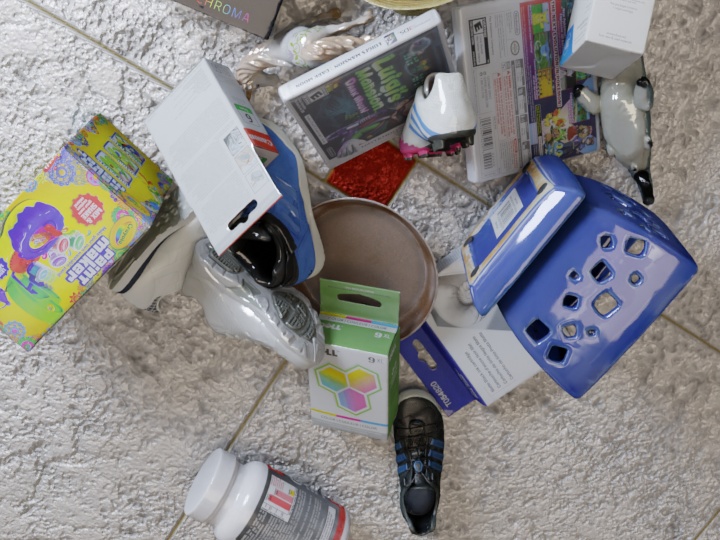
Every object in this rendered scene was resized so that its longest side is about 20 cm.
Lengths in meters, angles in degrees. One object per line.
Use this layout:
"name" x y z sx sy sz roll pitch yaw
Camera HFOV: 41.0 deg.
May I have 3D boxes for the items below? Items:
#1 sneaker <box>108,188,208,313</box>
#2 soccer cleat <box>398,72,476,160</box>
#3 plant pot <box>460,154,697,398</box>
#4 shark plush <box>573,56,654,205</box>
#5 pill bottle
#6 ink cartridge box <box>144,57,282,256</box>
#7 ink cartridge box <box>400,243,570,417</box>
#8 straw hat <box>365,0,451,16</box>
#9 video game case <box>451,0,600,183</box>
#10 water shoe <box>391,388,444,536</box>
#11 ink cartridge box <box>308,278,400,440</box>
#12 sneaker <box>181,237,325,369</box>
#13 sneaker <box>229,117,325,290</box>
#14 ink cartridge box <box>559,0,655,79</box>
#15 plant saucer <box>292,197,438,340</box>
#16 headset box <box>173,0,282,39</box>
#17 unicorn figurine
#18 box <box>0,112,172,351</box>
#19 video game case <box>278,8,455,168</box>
"sneaker" -0.216 -0.034 1.166 0.200 0.077 0.080 -44 120 15
"soccer cleat" 0.086 -0.172 1.076 0.069 0.200 0.087 -7 92 -10
"plant pot" 0.229 -0.011 1.095 0.179 0.200 0.200 34 107 -10
"shark plush" 0.336 -0.172 1.149 0.091 0.083 0.201 -14 113 41
"pill bottle" -0.122 0.322 1.269 0.199 0.116 0.116 32 104 -15
"ink cartridge box" -0.153 -0.124 1.071 0.109 0.050 0.201 -40 67 22
"ink cartridge box" 0.145 0.074 1.240 0.200 0.041 0.200 -35 108 8
"straw hat" 0.059 -0.328 1.054 0.200 0.202 0.085 -13 149 1
"video game case" 0.196 -0.218 1.119 0.181 0.023 0.201 -16 111 -20
"water shoe" 0.083 0.256 1.280 0.071 0.079 0.201 -7 110 -2
"ink cartridge box" -0.008 0.112 1.187 0.103 0.059 0.201 10 129 13
"sneaker" -0.129 0.053 1.146 0.200 0.078 0.100 42 126 8
"sneaker" -0.112 -0.076 1.108 0.076 0.111 0.201 -13 97 30
"ink cartridge box" 0.280 -0.323 1.044 0.067 0.116 0.201 13 87 -1
"plant saucer" 0.000 0.000 1.182 0.199 0.032 0.201 7 117 14
"headset box" -0.142 -0.377 1.029 0.173 0.093 0.201 21 106 -12
"unicorn figurine" -0.064 -0.244 1.072 0.137 0.200 0.074 -26 96 -19
"box" -0.329 -0.049 1.080 0.200 0.193 0.122 -43 107 10
"video game case" 0.019 -0.193 1.068 0.181 0.200 0.023 -26 71 5
